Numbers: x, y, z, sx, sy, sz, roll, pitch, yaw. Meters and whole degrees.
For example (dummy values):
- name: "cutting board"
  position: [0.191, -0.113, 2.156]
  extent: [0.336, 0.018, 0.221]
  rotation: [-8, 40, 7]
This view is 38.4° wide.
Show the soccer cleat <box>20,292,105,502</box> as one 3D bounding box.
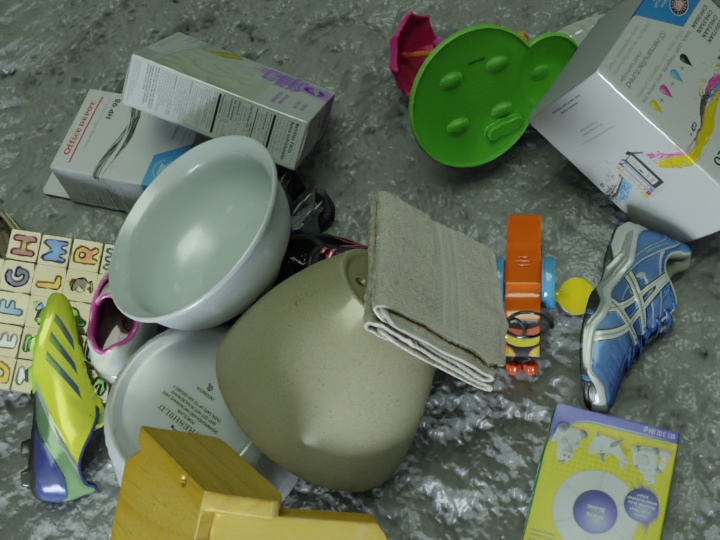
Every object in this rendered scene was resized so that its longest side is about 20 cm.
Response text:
- name: "soccer cleat"
  position: [-0.287, 0.124, 1.018]
  extent: [0.082, 0.065, 0.205]
  rotation: [0, 77, -8]

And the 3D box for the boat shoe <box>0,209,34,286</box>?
- name: "boat shoe"
  position: [-0.371, 0.009, 1.115]
  extent: [0.071, 0.065, 0.201]
  rotation: [-29, 60, -7]

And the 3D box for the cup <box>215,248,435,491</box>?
- name: "cup"
  position: [-0.010, 0.067, 0.911]
  extent: [0.144, 0.198, 0.201]
  rotation: [-54, 55, 29]

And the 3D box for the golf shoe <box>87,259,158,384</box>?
- name: "golf shoe"
  position: [-0.226, 0.011, 1.040]
  extent: [0.074, 0.092, 0.204]
  rotation: [8, 72, 5]

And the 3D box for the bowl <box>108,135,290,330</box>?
- name: "bowl"
  position: [-0.136, -0.020, 0.979]
  extent: [0.198, 0.090, 0.204]
  rotation: [-22, 47, 25]

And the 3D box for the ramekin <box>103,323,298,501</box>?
- name: "ramekin"
  position: [-0.150, 0.142, 0.980]
  extent: [0.198, 0.095, 0.206]
  rotation: [-4, 59, 7]

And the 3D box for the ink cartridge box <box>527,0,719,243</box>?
- name: "ink cartridge box"
  position: [0.297, -0.151, 0.992]
  extent: [0.199, 0.144, 0.148]
  rotation: [40, 71, -7]

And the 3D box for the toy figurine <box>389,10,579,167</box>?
- name: "toy figurine"
  position: [0.111, -0.229, 1.122]
  extent: [0.197, 0.152, 0.185]
  rotation: [-22, 36, -9]

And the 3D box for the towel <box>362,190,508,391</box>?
- name: "towel"
  position: [0.064, 0.010, 0.889]
  extent: [0.131, 0.035, 0.202]
  rotation: [28, 31, -17]

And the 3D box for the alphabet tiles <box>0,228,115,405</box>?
- name: "alphabet tiles"
  position: [-0.314, 0.046, 1.072]
  extent: [0.195, 0.006, 0.170]
  rotation: [9, 74, -4]

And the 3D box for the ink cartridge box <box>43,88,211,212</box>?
- name: "ink cartridge box"
  position: [-0.271, -0.134, 1.178]
  extent: [0.196, 0.067, 0.118]
  rotation: [11, 62, 16]

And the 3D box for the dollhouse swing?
- name: "dollhouse swing"
  position: [-0.100, 0.257, 0.882]
  extent: [0.181, 0.173, 0.204]
  rotation: [26, 106, 51]

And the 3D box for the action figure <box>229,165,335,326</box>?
- name: "action figure"
  position: [-0.116, -0.015, 1.082]
  extent: [0.129, 0.070, 0.201]
  rotation: [32, 73, 20]

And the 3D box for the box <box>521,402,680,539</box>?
- name: "box"
  position: [0.201, 0.226, 0.895]
  extent: [0.115, 0.049, 0.203]
  rotation: [11, 64, 17]

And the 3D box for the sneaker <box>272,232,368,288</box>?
- name: "sneaker"
  position: [0.000, 0.000, 1.008]
  extent: [0.196, 0.096, 0.081]
  rotation: [12, 72, -2]

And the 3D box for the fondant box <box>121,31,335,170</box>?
- name: "fondant box"
  position: [-0.137, -0.187, 1.116]
  extent: [0.197, 0.059, 0.145]
  rotation: [22, 24, 2]

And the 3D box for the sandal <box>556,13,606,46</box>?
- name: "sandal"
  position: [0.218, -0.214, 1.148]
  extent: [0.201, 0.050, 0.083]
  rotation: [-33, 47, 6]

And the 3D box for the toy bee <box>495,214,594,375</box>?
- name: "toy bee"
  position: [0.149, 0.039, 0.994]
  extent: [0.129, 0.111, 0.200]
  rotation: [14, 38, 27]

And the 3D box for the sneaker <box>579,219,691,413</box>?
- name: "sneaker"
  position: [0.256, 0.042, 0.973]
  extent: [0.076, 0.076, 0.203]
  rotation: [13, 64, 22]
